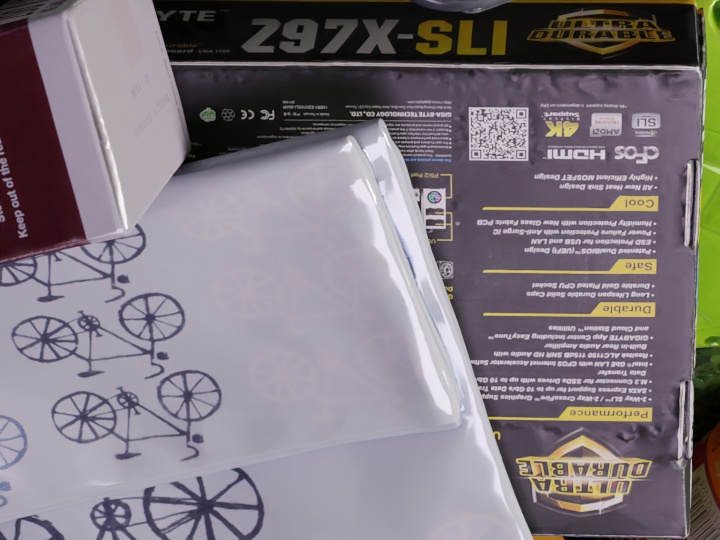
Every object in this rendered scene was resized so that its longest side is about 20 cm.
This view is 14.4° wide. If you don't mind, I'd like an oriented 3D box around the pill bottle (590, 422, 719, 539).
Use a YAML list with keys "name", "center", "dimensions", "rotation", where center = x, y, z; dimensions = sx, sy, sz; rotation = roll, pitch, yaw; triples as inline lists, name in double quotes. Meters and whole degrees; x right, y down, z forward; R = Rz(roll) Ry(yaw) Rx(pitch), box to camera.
- name: "pill bottle"
  center: [0.125, 0.147, 1.118]
  dimensions: [0.110, 0.110, 0.200]
  rotation: [19, 127, -39]

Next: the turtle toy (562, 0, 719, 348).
- name: "turtle toy"
  center: [0.102, -0.031, 0.910]
  dimensions: [0.146, 0.101, 0.200]
  rotation: [23, 128, -8]

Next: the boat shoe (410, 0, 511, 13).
- name: "boat shoe"
  center: [0.081, -0.130, 0.738]
  dimensions: [0.200, 0.062, 0.075]
  rotation: [-32, 118, 8]

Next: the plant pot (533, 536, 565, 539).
- name: "plant pot"
  center: [0.001, 0.168, 1.043]
  dimensions: [0.200, 0.200, 0.183]
  rotation: [26, 105, -42]

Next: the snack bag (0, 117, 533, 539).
- name: "snack bag"
  center: [-0.053, 0.058, 0.838]
  dimensions: [0.188, 0.021, 0.200]
  rotation: [-13, 123, 13]

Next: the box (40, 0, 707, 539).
- name: "box"
  center: [0.000, 0.000, 0.841]
  dimensions: [0.200, 0.049, 0.160]
  rotation: [0, 121, 5]

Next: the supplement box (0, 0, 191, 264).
- name: "supplement box"
  center: [-0.153, -0.026, 0.748]
  dimensions: [0.200, 0.109, 0.061]
  rotation: [-14, 102, 8]
